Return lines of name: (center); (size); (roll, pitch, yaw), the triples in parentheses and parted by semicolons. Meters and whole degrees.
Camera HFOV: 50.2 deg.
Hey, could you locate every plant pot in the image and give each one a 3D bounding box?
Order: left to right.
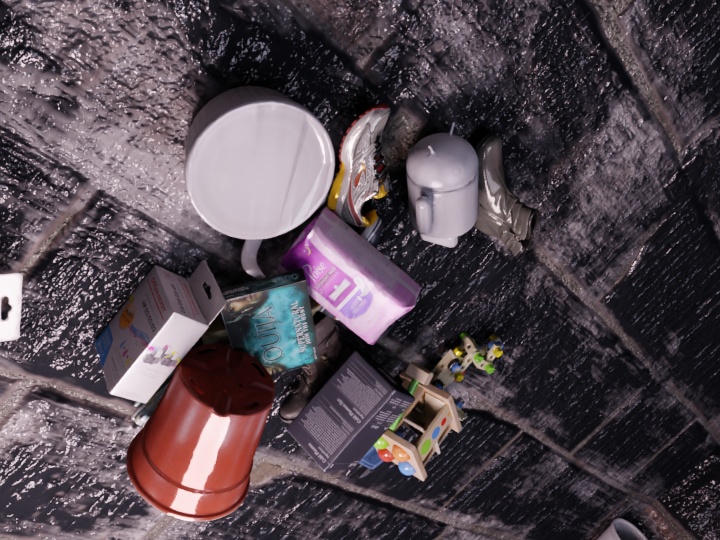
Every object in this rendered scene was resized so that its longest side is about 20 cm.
plant pot: (-0.229, 0.231, 1.159); (0.199, 0.201, 0.197); (5, 125, -36)

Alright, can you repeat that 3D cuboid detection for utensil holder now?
utensil holder: (0.880, 0.988, 2.653); (0.169, 0.171, 0.201); (11, 123, -39)

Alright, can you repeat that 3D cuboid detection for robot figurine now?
robot figurine: (0.130, -0.131, 1.214); (0.201, 0.112, 0.170); (83, 29, -44)

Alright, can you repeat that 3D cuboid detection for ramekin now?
ramekin: (-0.141, -0.149, 1.023); (0.200, 0.094, 0.204); (-13, 128, -17)

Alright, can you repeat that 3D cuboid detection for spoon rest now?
spoon rest: (-0.115, -0.084, 1.147); (0.201, 0.060, 0.099); (-55, 137, 0)

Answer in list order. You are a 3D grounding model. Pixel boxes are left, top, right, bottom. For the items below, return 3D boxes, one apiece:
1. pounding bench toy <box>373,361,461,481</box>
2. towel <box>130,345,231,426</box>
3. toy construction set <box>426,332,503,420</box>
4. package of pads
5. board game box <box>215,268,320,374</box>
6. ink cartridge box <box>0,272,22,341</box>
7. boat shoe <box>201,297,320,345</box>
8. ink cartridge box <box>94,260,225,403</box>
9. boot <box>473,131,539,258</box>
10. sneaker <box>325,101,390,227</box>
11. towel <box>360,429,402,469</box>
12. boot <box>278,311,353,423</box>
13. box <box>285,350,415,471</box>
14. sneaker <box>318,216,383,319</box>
pounding bench toy: (0.092, 0.292, 1.512); (0.156, 0.123, 0.201); (-48, 141, -24)
towel: (-0.267, 0.217, 1.310); (0.199, 0.048, 0.171); (-38, 140, 1)
toy construction set: (0.208, 0.214, 1.594); (0.130, 0.092, 0.202); (17, 105, -42)
package of pads: (-0.016, 0.011, 1.172); (0.199, 0.076, 0.121); (40, 129, -6)
board game box: (-0.138, 0.089, 1.189); (0.134, 0.028, 0.201); (-15, 137, -7)
ink cartridge box: (-0.532, 0.033, 0.956); (0.198, 0.068, 0.117); (-1, 128, -30)
boat shoe: (-0.160, 0.077, 1.241); (0.199, 0.074, 0.064); (-17, 141, -16)
ink cartridge box: (-0.293, 0.077, 1.117); (0.200, 0.115, 0.068); (-49, 135, 12)
boot: (0.246, -0.124, 1.278); (0.067, 0.130, 0.201); (-34, 142, -28)
sneaker: (0.015, -0.153, 1.130); (0.078, 0.082, 0.202); (-42, 155, -47)
towel: (0.008, 0.350, 1.604); (0.112, 0.049, 0.200); (-43, 137, 6)
boot: (-0.099, 0.162, 1.362); (0.200, 0.069, 0.175); (-43, 138, -9)
box: (-0.013, 0.256, 1.377); (0.182, 0.104, 0.200); (-48, 161, -1)
sneaker: (0.000, 0.000, 1.257); (0.079, 0.079, 0.201); (29, 121, -7)
